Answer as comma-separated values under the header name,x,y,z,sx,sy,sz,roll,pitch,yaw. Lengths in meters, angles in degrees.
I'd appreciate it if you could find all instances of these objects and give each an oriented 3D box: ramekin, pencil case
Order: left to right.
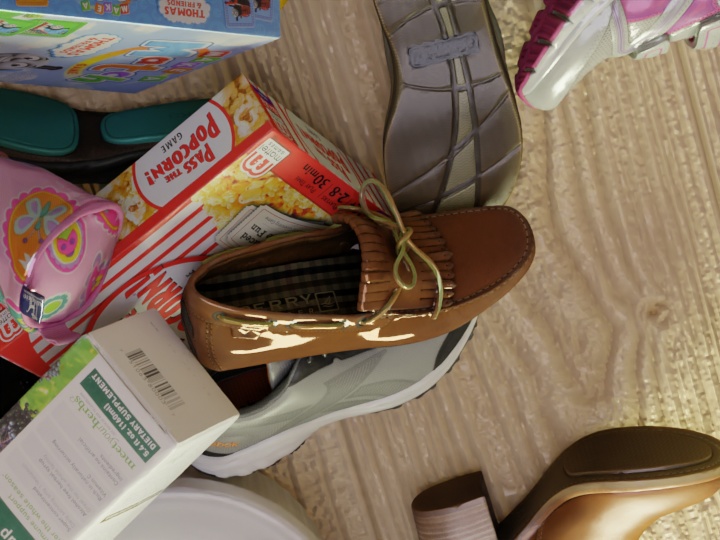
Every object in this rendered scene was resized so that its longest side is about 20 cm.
name,x,y,z,sx,sy,sz,roll,pitch,yaw
pencil case,-0.220,-0.038,1.447,0.199,0.087,0.088,30,110,22
ramekin,-0.102,0.202,1.615,0.201,0.094,0.204,0,110,-1

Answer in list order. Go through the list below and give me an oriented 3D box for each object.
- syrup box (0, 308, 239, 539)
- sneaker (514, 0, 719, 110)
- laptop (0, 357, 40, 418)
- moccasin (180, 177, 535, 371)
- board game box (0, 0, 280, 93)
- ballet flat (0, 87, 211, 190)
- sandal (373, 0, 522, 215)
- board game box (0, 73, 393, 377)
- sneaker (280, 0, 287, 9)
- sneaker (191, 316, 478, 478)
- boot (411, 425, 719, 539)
name,x,y,z,sx,sy,sz,roll,pitch,yaw
syrup box,-0.167,0.117,1.487,0.200,0.081,0.079,-44,81,24
sneaker,0.171,-0.151,1.500,0.200,0.081,0.088,-41,105,13
laptop,-0.266,0.061,1.603,0.199,0.103,0.178,-26,112,-19
moccasin,0.000,-0.001,1.490,0.200,0.074,0.078,-7,151,-10
board game box,-0.164,-0.129,1.421,0.199,0.151,0.037,1,81,-36
ballet flat,-0.154,-0.060,1.533,0.199,0.068,0.069,3,122,-3
sandal,0.044,-0.114,1.523,0.080,0.054,0.201,-9,109,3
board game box,-0.095,-0.006,1.521,0.200,0.046,0.151,-39,146,12
sneaker,-0.127,-0.188,1.480,0.199,0.077,0.073,9,112,-3
sneaker,-0.017,0.047,1.545,0.199,0.074,0.079,-30,153,-8
boot,0.139,0.185,1.623,0.199,0.077,0.156,-17,108,7
